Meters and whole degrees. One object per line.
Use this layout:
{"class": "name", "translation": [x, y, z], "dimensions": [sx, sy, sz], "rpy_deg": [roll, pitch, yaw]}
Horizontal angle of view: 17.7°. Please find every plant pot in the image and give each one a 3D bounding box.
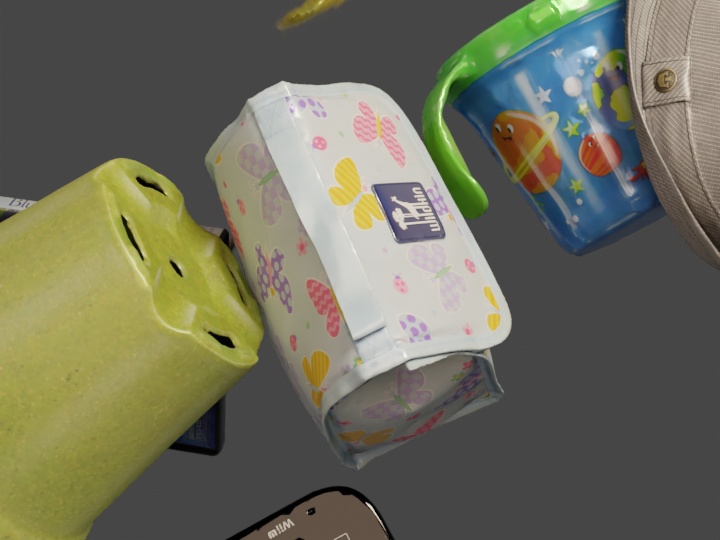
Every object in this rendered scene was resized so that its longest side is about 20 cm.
{"class": "plant pot", "translation": [-0.159, 0.044, 1.225], "dimensions": [0.184, 0.200, 0.201], "rpy_deg": [-36, 72, 17]}

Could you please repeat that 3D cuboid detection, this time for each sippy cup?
{"class": "sippy cup", "translation": [0.130, -0.084, 1.309], "dimensions": [0.177, 0.140, 0.131], "rpy_deg": [-29, 84, 9]}

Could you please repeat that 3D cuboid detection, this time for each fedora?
{"class": "fedora", "translation": [0.223, -0.098, 1.257], "dimensions": [0.090, 0.177, 0.201], "rpy_deg": [-17, 55, 37]}

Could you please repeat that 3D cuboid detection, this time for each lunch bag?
{"class": "lunch bag", "translation": [0.000, 0.000, 1.262], "dimensions": [0.127, 0.200, 0.170], "rpy_deg": [-26, 72, 1]}

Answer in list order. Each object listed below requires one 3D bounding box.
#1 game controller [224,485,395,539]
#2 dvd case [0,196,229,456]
{"class": "game controller", "translation": [-0.065, 0.204, 1.292], "dimensions": [0.199, 0.042, 0.105], "rpy_deg": [-29, 89, -1]}
{"class": "dvd case", "translation": [-0.173, 0.028, 1.328], "dimensions": [0.199, 0.018, 0.143], "rpy_deg": [8, 119, 10]}
